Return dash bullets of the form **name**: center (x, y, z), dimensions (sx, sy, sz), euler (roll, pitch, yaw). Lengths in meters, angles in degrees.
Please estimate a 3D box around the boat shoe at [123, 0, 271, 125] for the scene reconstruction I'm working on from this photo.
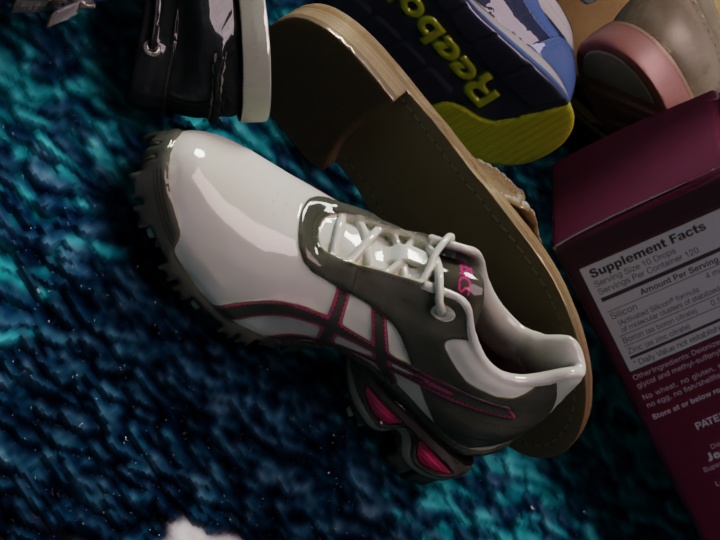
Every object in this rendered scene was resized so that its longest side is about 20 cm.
- **boat shoe**: center (-0.079, -0.150, 1.133), dimensions (0.066, 0.075, 0.200), euler (-6, 75, -8)

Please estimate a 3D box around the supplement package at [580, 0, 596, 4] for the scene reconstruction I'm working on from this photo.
- **supplement package**: center (0.131, -0.259, 1.312), dimensions (0.152, 0.150, 0.200), euler (52, 27, -27)

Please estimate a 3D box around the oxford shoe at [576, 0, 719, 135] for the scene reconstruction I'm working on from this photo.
- **oxford shoe**: center (0.171, -0.050, 1.325), dimensions (0.074, 0.071, 0.200), euler (-46, 131, -22)

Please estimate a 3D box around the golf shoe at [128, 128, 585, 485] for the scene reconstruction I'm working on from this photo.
- **golf shoe**: center (0.000, 0.000, 1.112), dimensions (0.200, 0.088, 0.077), euler (38, 44, -28)

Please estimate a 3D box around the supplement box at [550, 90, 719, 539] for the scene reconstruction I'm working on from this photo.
- **supplement box**: center (0.162, 0.038, 1.237), dimensions (0.200, 0.085, 0.110), euler (62, 13, -16)

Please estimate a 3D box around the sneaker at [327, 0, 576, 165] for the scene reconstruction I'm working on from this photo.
- **sneaker**: center (0.028, -0.140, 1.255), dimensions (0.200, 0.074, 0.082), euler (54, 34, -23)

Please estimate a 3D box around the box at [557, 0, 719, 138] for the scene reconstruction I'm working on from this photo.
- **box**: center (0.128, -0.146, 1.419), dimensions (0.163, 0.021, 0.200), euler (37, 42, -31)

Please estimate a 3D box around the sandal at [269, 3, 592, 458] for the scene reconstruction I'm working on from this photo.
- **sandal**: center (0.043, -0.028, 1.192), dimensions (0.212, 0.078, 0.070), euler (54, 38, -1)

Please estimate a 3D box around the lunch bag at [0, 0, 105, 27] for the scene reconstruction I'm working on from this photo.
- **lunch bag**: center (-0.140, -0.188, 1.051), dimensions (0.160, 0.076, 0.201), euler (-7, 73, -40)
